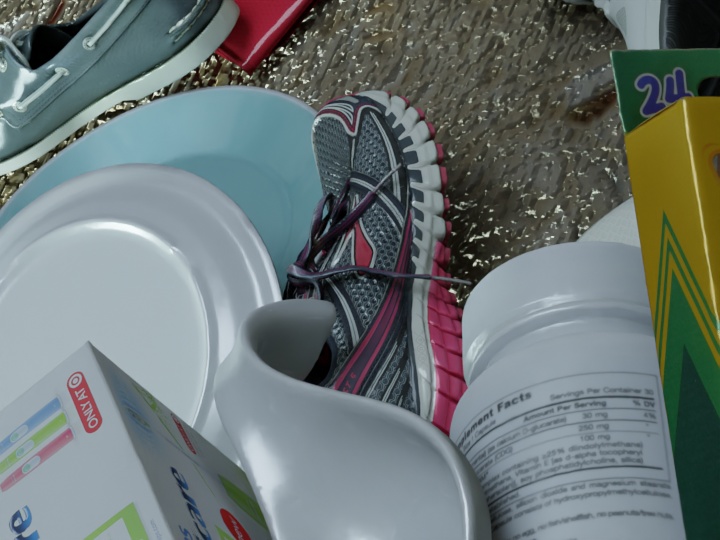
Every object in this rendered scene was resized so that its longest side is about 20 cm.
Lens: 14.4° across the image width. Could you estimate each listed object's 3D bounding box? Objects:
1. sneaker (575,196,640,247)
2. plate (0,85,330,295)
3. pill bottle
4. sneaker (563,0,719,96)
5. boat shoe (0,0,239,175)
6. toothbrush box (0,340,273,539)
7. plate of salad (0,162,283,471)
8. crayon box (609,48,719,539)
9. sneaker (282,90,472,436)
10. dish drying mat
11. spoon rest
[{"bbox_3d":[0.162,-0.040,1.147,0.200,0.081,0.075,-27,48,21],"label":"sneaker"},{"bbox_3d":[-0.095,-0.008,1.340,0.200,0.026,0.200,-16,41,15],"label":"plate"},{"bbox_3d":[0.091,0.095,1.078,0.113,0.113,0.200,-22,48,24],"label":"pill bottle"},{"bbox_3d":[0.118,-0.122,1.258,0.115,0.076,0.201,-25,39,33],"label":"sneaker"},{"bbox_3d":[-0.152,-0.107,1.432,0.200,0.062,0.073,-24,32,32],"label":"boat shoe"},{"bbox_3d":[-0.059,0.143,1.096,0.086,0.200,0.146,-39,43,9],"label":"toothbrush box"},{"bbox_3d":[-0.109,0.052,1.240,0.200,0.048,0.201,-13,67,31],"label":"plate of salad"},{"bbox_3d":[0.168,0.008,1.021,0.052,0.125,0.200,145,119,-64],"label":"crayon box"},{"bbox_3d":[0.000,0.000,1.223,0.074,0.081,0.200,3,48,-13],"label":"sneaker"},{"bbox_3d":[-0.010,-0.186,1.430,0.200,0.018,0.077,-51,42,-2],"label":"dish drying mat"},{"bbox_3d":[-0.009,0.075,1.072,0.100,0.061,0.200,-63,32,20],"label":"spoon rest"}]
